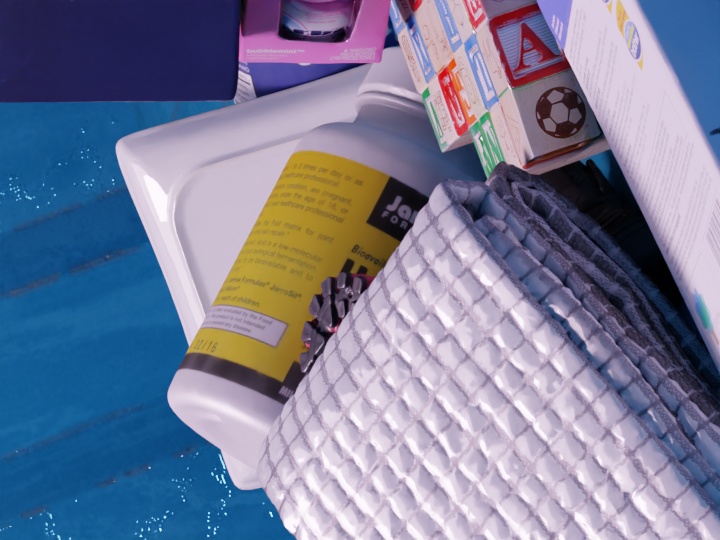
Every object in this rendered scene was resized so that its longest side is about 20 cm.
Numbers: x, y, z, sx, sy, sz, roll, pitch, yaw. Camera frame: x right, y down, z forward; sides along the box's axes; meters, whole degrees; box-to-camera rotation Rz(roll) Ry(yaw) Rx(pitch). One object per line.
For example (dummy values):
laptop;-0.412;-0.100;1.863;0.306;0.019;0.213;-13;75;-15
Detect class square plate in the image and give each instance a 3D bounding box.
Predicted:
square plate;-0.008;0.003;1.495;0.028;0.197;0.201;-55;-52;-70

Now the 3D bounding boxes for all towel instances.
towel;0.072;0.083;1.135;0.200;0.085;0.166;48;121;20

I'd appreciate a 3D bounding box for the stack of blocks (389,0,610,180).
stack of blocks;0.063;-0.097;1.233;0.200;0.058;0.116;146;105;-82

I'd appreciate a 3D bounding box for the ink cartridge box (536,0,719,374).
ink cartridge box;0.120;-0.051;1.051;0.119;0.042;0.201;91;154;-70

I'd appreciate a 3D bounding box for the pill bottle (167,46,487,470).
pill bottle;0.000;0.000;1.386;0.111;0.201;0.111;25;166;7

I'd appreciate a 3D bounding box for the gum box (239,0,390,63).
gum box;-0.021;-0.194;1.273;0.114;0.066;0.201;100;169;-65

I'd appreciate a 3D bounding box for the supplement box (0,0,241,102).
supplement box;-0.108;-0.181;1.257;0.109;0.109;0.201;95;174;-52

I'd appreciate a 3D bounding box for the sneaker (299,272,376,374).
sneaker;0.061;0.052;1.246;0.200;0.074;0.081;36;115;44

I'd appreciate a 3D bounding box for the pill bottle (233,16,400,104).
pill bottle;-0.017;-0.117;1.536;0.111;0.111;0.201;-121;13;-52

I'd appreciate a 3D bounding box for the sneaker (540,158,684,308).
sneaker;0.094;-0.008;1.253;0.105;0.060;0.200;61;173;20
